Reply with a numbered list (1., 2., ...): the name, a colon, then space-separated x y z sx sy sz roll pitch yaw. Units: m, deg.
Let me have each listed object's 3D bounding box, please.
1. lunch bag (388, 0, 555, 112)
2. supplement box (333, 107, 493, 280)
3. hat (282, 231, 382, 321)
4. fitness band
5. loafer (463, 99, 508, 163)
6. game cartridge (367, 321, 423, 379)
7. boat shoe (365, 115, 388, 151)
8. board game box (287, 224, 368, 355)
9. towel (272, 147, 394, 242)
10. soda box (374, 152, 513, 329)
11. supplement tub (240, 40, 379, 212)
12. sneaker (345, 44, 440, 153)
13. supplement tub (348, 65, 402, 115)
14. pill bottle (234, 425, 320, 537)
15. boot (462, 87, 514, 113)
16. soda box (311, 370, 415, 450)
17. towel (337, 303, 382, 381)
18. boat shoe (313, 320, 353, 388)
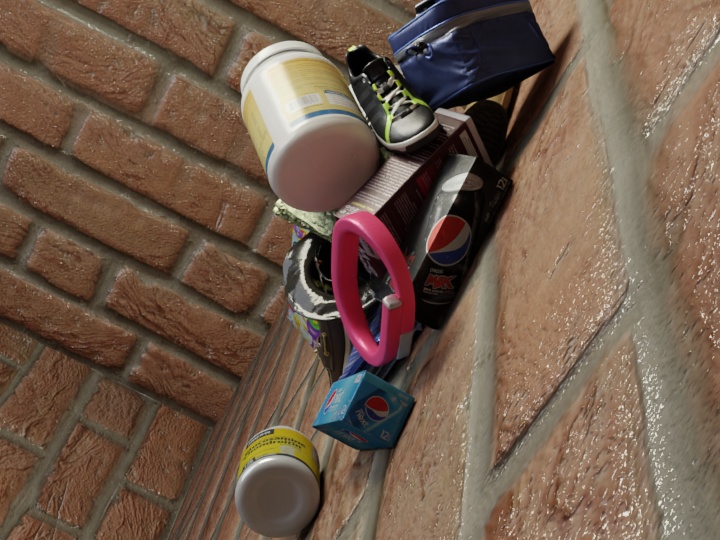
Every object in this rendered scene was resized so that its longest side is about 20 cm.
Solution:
1. lunch bag: 0.132 -0.287 1.556 0.200 0.133 0.136 -21 -3 -42
2. supplement box: 0.071 -0.091 1.502 0.200 0.109 0.061 -46 42 -18
3. hat: 0.000 0.000 1.605 0.200 0.081 0.201 -17 48 20
4. fitness band: 0.010 0.024 1.414 0.037 0.144 0.200 -21 -37 -21
5. loafer: 0.130 -0.138 1.646 0.200 0.076 0.068 -62 12 10
6. game cartridge: 0.045 0.081 1.610 0.200 0.038 0.130 -58 3 32
7. boat shoe: 0.009 -0.165 1.684 0.074 0.060 0.200 36 107 44
8. board game box: -0.034 0.007 1.784 0.103 0.105 0.200 47 144 40
9. towel: -0.016 -0.103 1.603 0.200 0.036 0.149 27 80 43
10. soda box: 0.098 -0.036 1.451 0.200 0.063 0.071 -63 28 -3
11. supplement tub: -0.070 -0.187 1.572 0.145 0.144 0.200 -58 38 32
12. sneaker: 0.026 -0.215 1.509 0.072 0.083 0.200 -36 42 -3
13. supplement tub: 0.060 -0.181 1.775 0.132 0.132 0.200 -56 44 44
14. pill bottle: -0.111 0.278 1.676 0.112 0.112 0.200 -62 7 7
15. boot: 0.169 -0.233 1.785 0.175 0.066 0.200 -55 11 52
16. soda box: 0.000 0.167 1.443 0.064 0.068 0.200 -63 6 -13
17. towel: 0.022 0.063 1.628 0.145 0.024 0.200 -55 10 45
18. boat shoe: -0.033 0.096 1.713 0.072 0.059 0.201 -57 -30 -57
